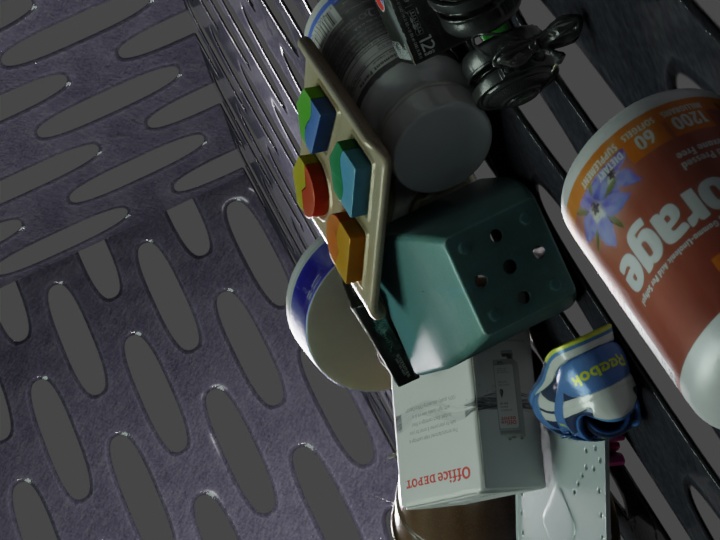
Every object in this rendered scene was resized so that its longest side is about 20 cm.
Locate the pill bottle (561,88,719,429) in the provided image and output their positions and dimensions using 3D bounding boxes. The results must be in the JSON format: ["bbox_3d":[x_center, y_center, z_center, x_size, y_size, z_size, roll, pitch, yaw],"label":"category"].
[{"bbox_3d":[0.195,0.008,0.881,0.201,0.112,0.113,59,172,37],"label":"pill bottle"}]

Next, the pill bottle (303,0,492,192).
[{"bbox_3d":[0.034,-0.166,1.531,0.200,0.113,0.114,59,171,43],"label":"pill bottle"}]

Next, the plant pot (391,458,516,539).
[{"bbox_3d":[0.126,0.229,1.992,0.199,0.199,0.201,82,163,-45],"label":"plant pot"}]

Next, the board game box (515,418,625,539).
[{"bbox_3d":[0.199,0.240,1.630,0.200,0.026,0.202,178,91,-72],"label":"board game box"}]

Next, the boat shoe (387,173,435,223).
[{"bbox_3d":[0.023,-0.079,1.657,0.200,0.068,0.075,120,146,-66],"label":"boat shoe"}]

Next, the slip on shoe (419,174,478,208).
[{"bbox_3d":[0.086,-0.070,1.713,0.061,0.074,0.200,43,-177,-25],"label":"slip on shoe"}]

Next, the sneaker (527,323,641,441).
[{"bbox_3d":[0.194,0.115,1.469,0.083,0.074,0.200,61,174,18],"label":"sneaker"}]

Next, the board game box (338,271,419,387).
[{"bbox_3d":[0.000,0.000,1.682,0.136,0.028,0.201,60,-173,-49],"label":"board game box"}]

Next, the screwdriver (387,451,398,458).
[{"bbox_3d":[0.112,0.167,1.866,0.028,0.199,0.029,37,-138,-44],"label":"screwdriver"}]

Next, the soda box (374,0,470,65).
[{"bbox_3d":[0.029,-0.270,1.368,0.201,0.070,0.063,66,172,-13],"label":"soda box"}]

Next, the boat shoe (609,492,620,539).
[{"bbox_3d":[0.216,0.229,1.755,0.063,0.073,0.201,61,-173,-50],"label":"boat shoe"}]

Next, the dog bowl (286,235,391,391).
[{"bbox_3d":[0.015,0.042,2.079,0.079,0.199,0.201,49,163,60],"label":"dog bowl"}]

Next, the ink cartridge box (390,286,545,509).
[{"bbox_3d":[0.101,0.129,1.703,0.146,0.082,0.202,-23,69,55],"label":"ink cartridge box"}]

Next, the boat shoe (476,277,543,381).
[{"bbox_3d":[0.156,0.106,1.786,0.065,0.071,0.201,69,-176,-70],"label":"boat shoe"}]

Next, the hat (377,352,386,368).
[{"bbox_3d":[0.090,0.039,1.935,0.200,0.080,0.202,11,-90,-69],"label":"hat"}]

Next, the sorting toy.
[{"bbox_3d":[-0.023,-0.081,1.527,0.186,0.036,0.201,-122,23,-44],"label":"sorting toy"}]

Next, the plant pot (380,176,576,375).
[{"bbox_3d":[0.106,0.001,1.508,0.142,0.141,0.200,65,168,-3],"label":"plant pot"}]

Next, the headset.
[{"bbox_3d":[0.106,-0.175,1.211,0.124,0.093,0.200,63,-170,-16],"label":"headset"}]
